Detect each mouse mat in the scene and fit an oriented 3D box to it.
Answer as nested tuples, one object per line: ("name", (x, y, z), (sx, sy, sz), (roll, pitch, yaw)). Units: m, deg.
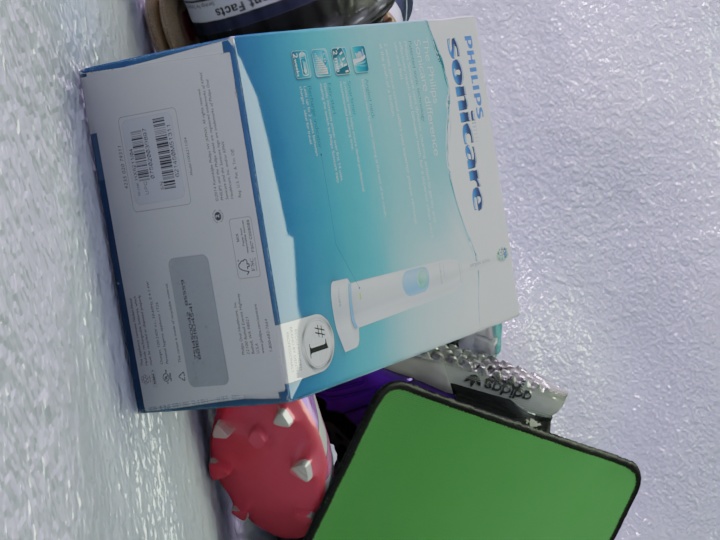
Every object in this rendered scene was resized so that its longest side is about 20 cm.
("mouse mat", (0.051, 0.152, 0.981), (0.008, 0.199, 0.162), (35, -79, 52))

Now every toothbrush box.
("toothbrush box", (-0.018, -0.031, 0.821), (0.199, 0.085, 0.148), (-17, 99, -55))

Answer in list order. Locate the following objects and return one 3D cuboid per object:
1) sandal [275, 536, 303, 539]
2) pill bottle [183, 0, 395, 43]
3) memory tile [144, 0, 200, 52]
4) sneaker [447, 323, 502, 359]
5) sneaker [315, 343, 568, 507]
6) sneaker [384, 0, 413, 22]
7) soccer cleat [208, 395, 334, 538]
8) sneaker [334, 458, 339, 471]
("sandal", (-0.036, 0.101, 1.217), (0.201, 0.042, 0.077), (-94, 174, -52))
("pill bottle", (-0.046, -0.172, 0.952), (0.112, 0.111, 0.201), (-88, 158, -72))
("memory tile", (-0.064, -0.112, 1.055), (0.200, 0.017, 0.154), (-69, 140, -63))
("sneaker", (0.028, -0.021, 0.998), (0.078, 0.090, 0.201), (-86, 172, -45))
("sneaker", (0.005, 0.080, 0.991), (0.070, 0.199, 0.100), (-118, -134, -80))
("sneaker", (-0.016, -0.139, 1.277), (0.200, 0.070, 0.109), (121, -14, -45))
("soccer cleat", (-0.048, 0.044, 0.923), (0.077, 0.066, 0.201), (-60, 141, -49))
("sneaker", (-0.011, 0.186, 1.193), (0.088, 0.074, 0.201), (-56, 157, -54))
